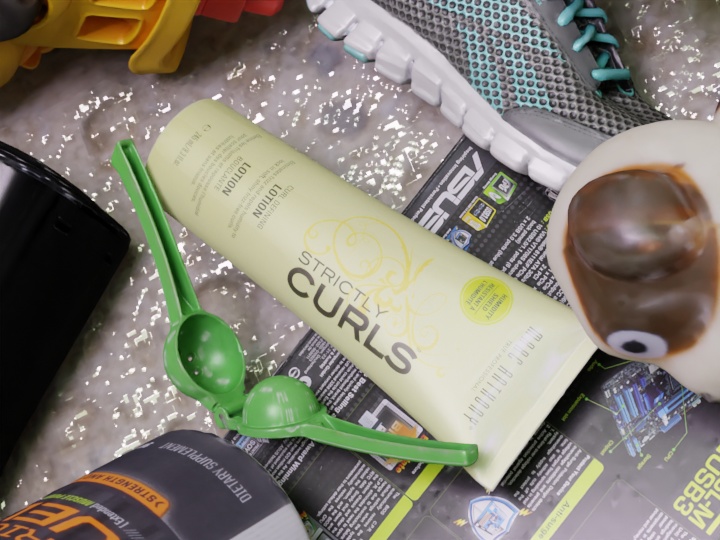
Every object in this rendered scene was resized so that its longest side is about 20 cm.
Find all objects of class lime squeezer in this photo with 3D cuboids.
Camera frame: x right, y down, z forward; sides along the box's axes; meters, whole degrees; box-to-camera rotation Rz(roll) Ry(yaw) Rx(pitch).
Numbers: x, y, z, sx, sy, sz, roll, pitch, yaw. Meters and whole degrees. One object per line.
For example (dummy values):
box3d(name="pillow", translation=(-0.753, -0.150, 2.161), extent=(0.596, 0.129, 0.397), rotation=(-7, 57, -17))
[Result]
box3d(name="lime squeezer", translation=(-0.036, 0.034, 0.894), extent=(0.200, 0.038, 0.071), rotation=(41, 109, 24))

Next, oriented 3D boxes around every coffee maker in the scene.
box3d(name="coffee maker", translation=(-0.180, 0.047, 0.953), extent=(0.192, 0.135, 0.201), rotation=(27, 84, -2))

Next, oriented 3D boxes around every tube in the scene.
box3d(name="tube", translation=(0.000, 0.000, 0.895), extent=(0.200, 0.052, 0.058), rotation=(36, 126, 26))

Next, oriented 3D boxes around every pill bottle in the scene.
box3d(name="pill bottle", translation=(-0.115, 0.142, 0.830), extent=(0.106, 0.200, 0.107), rotation=(19, 121, 35))

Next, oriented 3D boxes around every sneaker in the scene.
box3d(name="sneaker", translation=(0.067, -0.099, 0.918), extent=(0.200, 0.077, 0.091), rotation=(35, 115, 21))

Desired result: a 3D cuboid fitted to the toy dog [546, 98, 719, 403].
box3d(name="toy dog", translation=(0.160, -0.039, 0.817), extent=(0.200, 0.140, 0.194), rotation=(-38, 91, -5))

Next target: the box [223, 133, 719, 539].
box3d(name="box", translation=(0.058, 0.075, 0.901), extent=(0.193, 0.048, 0.200), rotation=(37, 87, 22))

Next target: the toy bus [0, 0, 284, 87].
box3d(name="toy bus", translation=(-0.111, -0.144, 0.971), extent=(0.191, 0.200, 0.136), rotation=(10, 71, -15))
